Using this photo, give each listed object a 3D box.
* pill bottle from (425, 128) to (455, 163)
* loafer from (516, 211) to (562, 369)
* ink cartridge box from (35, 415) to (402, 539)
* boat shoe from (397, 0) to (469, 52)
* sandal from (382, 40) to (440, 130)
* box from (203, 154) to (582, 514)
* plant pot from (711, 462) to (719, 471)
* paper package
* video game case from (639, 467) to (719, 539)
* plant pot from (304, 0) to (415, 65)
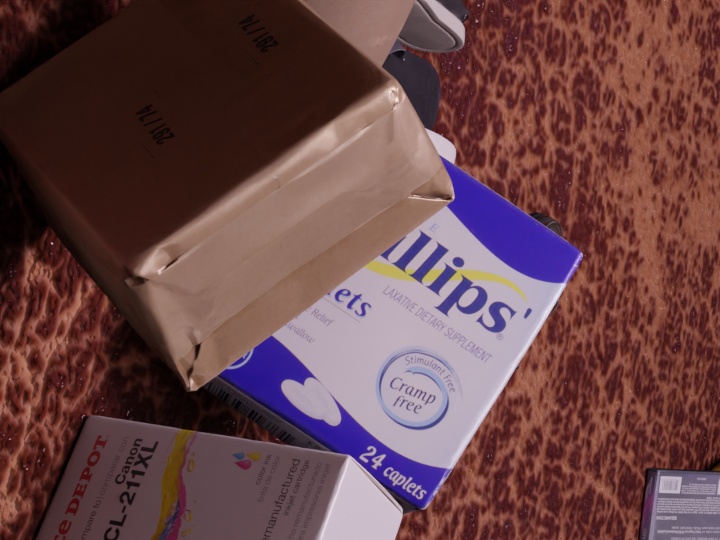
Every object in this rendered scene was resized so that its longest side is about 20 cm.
[{"bbox_3d":[0.000,0.000,1.456,0.114,0.113,0.201,31,70,-59],"label":"pill bottle"},{"bbox_3d":[0.135,0.025,1.745,0.200,0.072,0.073,-57,141,-40],"label":"loafer"},{"bbox_3d":[-0.096,0.178,1.241,0.083,0.199,0.147,50,53,-49],"label":"ink cartridge box"},{"bbox_3d":[0.022,-0.223,1.490,0.200,0.073,0.061,32,60,-52],"label":"boat shoe"},{"bbox_3d":[0.016,-0.143,1.526,0.200,0.043,0.077,3,94,-61],"label":"sandal"},{"bbox_3d":[0.010,0.026,1.342,0.201,0.183,0.105,-57,-178,-12],"label":"box"},{"bbox_3d":[0.470,0.298,2.296,0.194,0.194,0.202,-24,108,-57],"label":"plant pot"},{"bbox_3d":[-0.081,-0.064,1.159,0.190,0.200,0.104,-35,133,-12],"label":"paper package"},{"bbox_3d":[0.342,0.311,2.189,0.142,0.019,0.202,7,91,-41],"label":"video game case"},{"bbox_3d":[-0.030,-0.204,1.311,0.200,0.199,0.176,-34,143,-53],"label":"plant pot"}]
